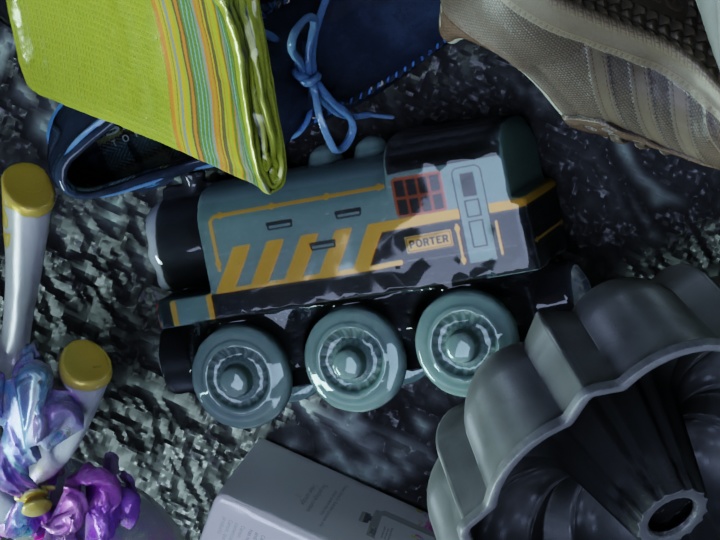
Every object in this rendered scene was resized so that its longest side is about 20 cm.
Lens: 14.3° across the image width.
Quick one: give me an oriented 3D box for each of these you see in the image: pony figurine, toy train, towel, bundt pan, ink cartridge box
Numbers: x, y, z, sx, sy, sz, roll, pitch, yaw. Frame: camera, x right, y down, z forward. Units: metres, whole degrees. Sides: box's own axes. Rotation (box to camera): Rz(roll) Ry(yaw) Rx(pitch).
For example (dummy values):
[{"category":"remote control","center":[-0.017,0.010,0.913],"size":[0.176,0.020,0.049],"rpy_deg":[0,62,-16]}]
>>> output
[{"category":"pony figurine","center":[-0.152,0.085,1.240],"size":[0.166,0.194,0.200],"rpy_deg":[-8,141,-19]},{"category":"toy train","center":[0.000,0.000,1.238],"size":[0.199,0.085,0.115],"rpy_deg":[-9,96,20]},{"category":"towel","center":[-0.094,-0.091,1.144],"size":[0.200,0.018,0.086],"rpy_deg":[23,128,52]},{"category":"bundt pan","center":[0.114,0.077,1.193],"size":[0.201,0.076,0.202],"rpy_deg":[-16,137,-15]},{"category":"ink cartridge box","center":[0.016,0.175,1.304],"size":[0.199,0.068,0.117],"rpy_deg":[25,115,7]}]

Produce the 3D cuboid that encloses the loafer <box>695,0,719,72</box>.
[{"category":"loafer","center":[0.161,-0.126,1.129],"size":[0.070,0.070,0.201],"rpy_deg":[-18,91,10]}]

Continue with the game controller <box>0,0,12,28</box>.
[{"category":"game controller","center":[-0.117,-0.197,1.210],"size":[0.104,0.042,0.201],"rpy_deg":[3,112,14]}]

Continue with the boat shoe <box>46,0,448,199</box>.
[{"category":"boat shoe","center":[-0.039,-0.074,1.211],"size":[0.199,0.069,0.084],"rpy_deg":[-30,112,15]}]

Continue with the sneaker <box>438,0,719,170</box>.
[{"category":"sneaker","center":[0.125,-0.083,1.178],"size":[0.199,0.071,0.076],"rpy_deg":[31,146,-12]}]
